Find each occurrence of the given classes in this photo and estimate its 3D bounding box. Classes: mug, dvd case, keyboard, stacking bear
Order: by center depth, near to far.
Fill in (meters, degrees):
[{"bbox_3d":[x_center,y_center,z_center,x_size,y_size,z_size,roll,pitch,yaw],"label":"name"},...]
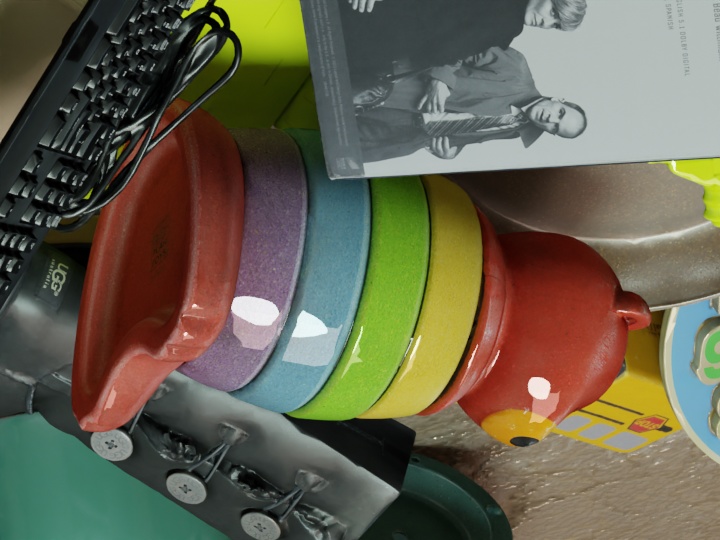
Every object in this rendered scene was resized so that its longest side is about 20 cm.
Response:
[{"bbox_3d":[-0.069,-0.064,0.825,0.200,0.040,0.104,-57,174,5],"label":"keyboard"},{"bbox_3d":[0.074,-0.108,0.842,0.199,0.151,0.025,-3,-160,17],"label":"dvd case"},{"bbox_3d":[0.008,0.011,0.950,0.199,0.114,0.121,13,152,-23],"label":"stacking bear"},{"bbox_3d":[-0.152,0.137,1.236,0.184,0.115,0.152,-3,166,-26],"label":"mug"}]

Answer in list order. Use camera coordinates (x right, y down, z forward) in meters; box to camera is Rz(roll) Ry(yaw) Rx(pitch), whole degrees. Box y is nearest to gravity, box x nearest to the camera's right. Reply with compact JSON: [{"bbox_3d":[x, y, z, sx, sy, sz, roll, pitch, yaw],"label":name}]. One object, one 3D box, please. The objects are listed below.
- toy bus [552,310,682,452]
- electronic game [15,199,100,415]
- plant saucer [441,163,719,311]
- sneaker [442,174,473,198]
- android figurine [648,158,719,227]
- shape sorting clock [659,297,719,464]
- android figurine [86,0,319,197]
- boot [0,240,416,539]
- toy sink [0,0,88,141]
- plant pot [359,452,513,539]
[{"bbox_3d":[0.113,0.041,1.245,0.078,0.065,0.200,-31,147,34],"label":"toy bus"},{"bbox_3d":[-0.140,0.017,1.131,0.199,0.042,0.200,-9,152,-5],"label":"electronic game"},{"bbox_3d":[0.106,-0.059,0.978,0.199,0.032,0.201,-1,140,-1],"label":"plant saucer"},{"bbox_3d":[0.000,0.000,1.087,0.082,0.074,0.200,3,136,-47],"label":"sneaker"},{"bbox_3d":[0.143,-0.110,0.876,0.181,0.041,0.201,-9,112,-2],"label":"android figurine"},{"bbox_3d":[0.237,0.021,1.210,0.199,0.039,0.201,-8,120,-13],"label":"shape sorting clock"},{"bbox_3d":[-0.082,-0.080,0.956,0.181,0.041,0.200,5,147,-28],"label":"android figurine"},{"bbox_3d":[-0.098,0.069,1.066,0.200,0.066,0.165,27,145,-19],"label":"boot"},{"bbox_3d":[-0.189,-0.062,0.800,0.130,0.112,0.200,-40,124,21],"label":"toy sink"},{"bbox_3d":[0.009,0.180,1.365,0.200,0.200,0.135,3,123,-25],"label":"plant pot"}]
